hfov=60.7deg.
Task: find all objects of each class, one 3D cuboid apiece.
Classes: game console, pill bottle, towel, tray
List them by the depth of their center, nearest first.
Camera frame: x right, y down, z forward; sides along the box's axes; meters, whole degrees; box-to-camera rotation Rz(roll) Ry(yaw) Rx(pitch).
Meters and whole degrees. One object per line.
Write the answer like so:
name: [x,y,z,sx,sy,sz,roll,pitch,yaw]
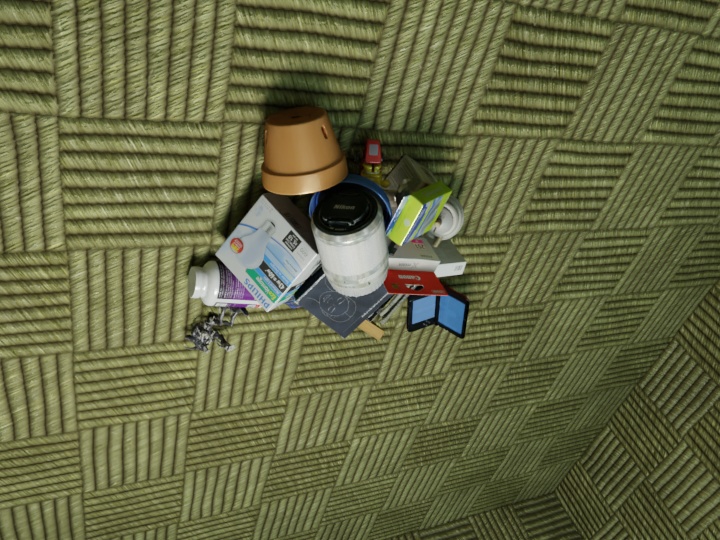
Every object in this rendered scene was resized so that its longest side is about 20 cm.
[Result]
pill bottle: [-0.337,0.035,1.577,0.196,0.113,0.114,6,128,-32]
towel: [0.135,0.052,1.823,0.201,0.034,0.193,-54,177,38]
tray: [-0.016,0.139,1.861,0.037,0.098,0.199,-52,136,0]
game console: [0.248,0.146,2.003,0.169,0.120,0.203,-17,136,-14]

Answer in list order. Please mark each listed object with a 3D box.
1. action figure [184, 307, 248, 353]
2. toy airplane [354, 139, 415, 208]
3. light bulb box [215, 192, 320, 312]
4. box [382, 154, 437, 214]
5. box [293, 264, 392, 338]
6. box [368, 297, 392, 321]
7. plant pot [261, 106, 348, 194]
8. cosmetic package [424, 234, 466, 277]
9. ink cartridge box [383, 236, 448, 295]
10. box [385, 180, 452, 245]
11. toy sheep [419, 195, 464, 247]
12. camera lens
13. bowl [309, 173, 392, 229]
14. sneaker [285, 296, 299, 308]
action figure: [-0.399,0.170,1.681,0.200,0.103,0.118,-48,147,17]
toy airplane: [0.021,-0.185,1.489,0.199,0.141,0.200,-40,105,5]
light bulb box: [-0.207,-0.048,1.486,0.200,0.198,0.125,-47,174,19]
box: [0.114,-0.174,1.614,0.108,0.129,0.201,20,120,-42]
box: [-0.047,0.035,1.608,0.199,0.125,0.196,-42,124,12]
box: [0.093,0.059,1.849,0.201,0.035,0.110,-50,176,21]
plant pot: [-0.132,-0.272,1.354,0.196,0.200,0.143,-16,120,-14]
cosmetic package: [0.182,-0.045,1.759,0.195,0.152,0.052,-6,134,-23]
ink cartridge box: [0.118,-0.016,1.542,0.196,0.175,0.044,3,131,-33]
box: [0.139,-0.136,1.462,0.199,0.047,0.123,-30,152,-54]
toy sheep: [0.219,-0.143,1.677,0.134,0.201,0.141,3,111,9]
camera lens: [-0.020,-0.064,1.367,0.157,0.161,0.203,-21,136,-8]
bowl: [-0.022,-0.140,1.436,0.195,0.040,0.203,7,137,6]
sneaker: [-0.169,0.072,1.747,0.197,0.076,0.079,19,130,-30]
